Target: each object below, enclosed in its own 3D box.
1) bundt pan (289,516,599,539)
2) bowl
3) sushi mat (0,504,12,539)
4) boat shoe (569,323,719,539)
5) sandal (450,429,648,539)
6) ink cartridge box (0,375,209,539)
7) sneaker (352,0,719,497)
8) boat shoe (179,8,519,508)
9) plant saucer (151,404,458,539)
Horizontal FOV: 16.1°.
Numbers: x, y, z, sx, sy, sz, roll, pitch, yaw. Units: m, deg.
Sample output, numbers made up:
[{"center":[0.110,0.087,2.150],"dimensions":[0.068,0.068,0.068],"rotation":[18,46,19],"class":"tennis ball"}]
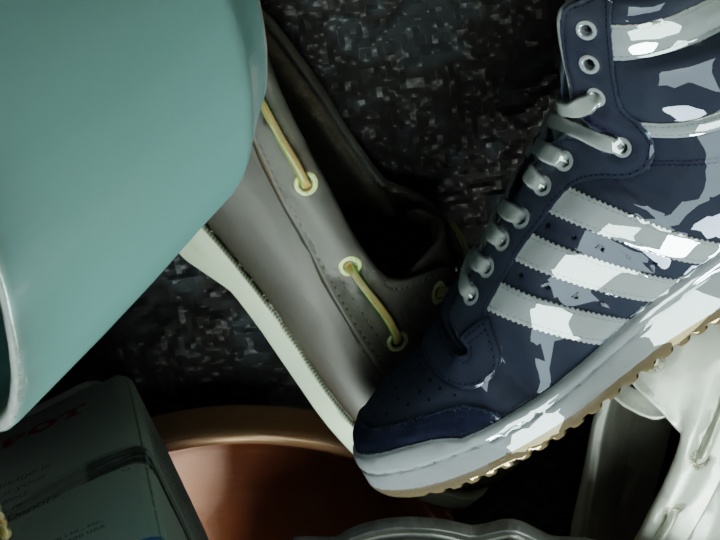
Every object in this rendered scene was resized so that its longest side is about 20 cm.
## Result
[{"center":[0.042,0.167,0.863],"dimensions":[0.201,0.076,0.202],"rotation":[6,143,5],"class":"bundt pan"},{"center":[-0.097,-0.069,0.680],"dimensions":[0.105,0.201,0.202],"rotation":[-26,133,-22],"class":"bowl"},{"center":[-0.151,0.002,0.721],"dimensions":[0.012,0.200,0.096],"rotation":[-25,136,-24],"class":"sushi mat"},{"center":[0.106,0.027,0.819],"dimensions":[0.065,0.072,0.201],"rotation":[-4,125,-21],"class":"boat shoe"},{"center":[0.114,0.115,0.912],"dimensions":[0.199,0.076,0.048],"rotation":[20,151,-21],"class":"sandal"},{"center":[-0.111,0.123,0.758],"dimensions":[0.144,0.200,0.084],"rotation":[-26,107,-1],"class":"ink cartridge box"},{"center":[0.058,-0.023,0.742],"dimensions":[0.200,0.070,0.109],"rotation":[-34,107,15],"class":"sneaker"},{"center":[0.000,0.000,0.802],"dimensions":[0.060,0.072,0.201],"rotation":[-28,124,22],"class":"boat shoe"},{"center":[-0.045,0.123,0.925],"dimensions":[0.199,0.032,0.201],"rotation":[-2,129,-3],"class":"plant saucer"}]
